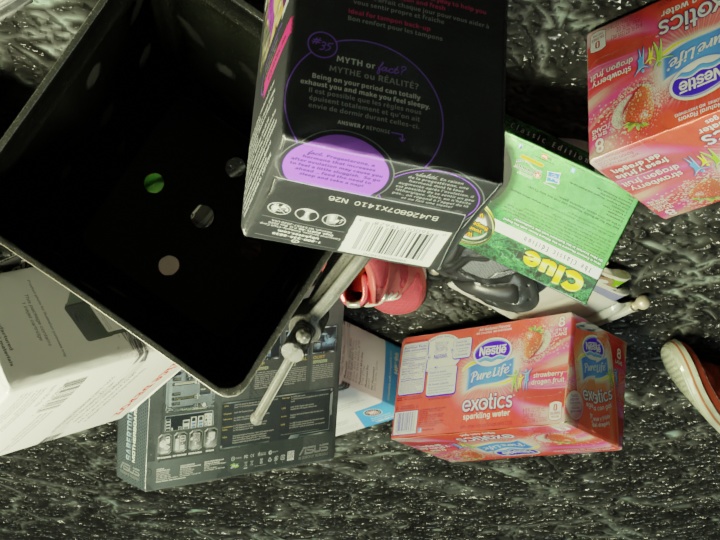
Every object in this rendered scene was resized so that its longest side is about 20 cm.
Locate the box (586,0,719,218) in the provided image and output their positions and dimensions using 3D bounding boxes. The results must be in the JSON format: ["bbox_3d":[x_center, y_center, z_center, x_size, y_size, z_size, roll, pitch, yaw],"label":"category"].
[{"bbox_3d":[0.242,-0.118,0.856,0.199,0.101,0.095,-20,144,38],"label":"box"}]

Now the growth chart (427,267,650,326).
[{"bbox_3d":[0.157,0.011,1.208,0.144,0.018,0.199,-21,143,39],"label":"growth chart"}]

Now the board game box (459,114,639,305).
[{"bbox_3d":[0.085,-0.060,0.967,0.198,0.024,0.105,26,128,5],"label":"board game box"}]

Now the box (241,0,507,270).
[{"bbox_3d":[0.009,-0.119,0.779,0.121,0.202,0.106,11,152,-12],"label":"box"}]

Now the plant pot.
[{"bbox_3d":[-0.105,-0.051,0.907,0.198,0.201,0.177,34,172,1],"label":"plant pot"}]

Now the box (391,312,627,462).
[{"bbox_3d":[0.134,0.110,1.284,0.198,0.104,0.094,-12,153,41],"label":"box"}]

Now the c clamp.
[{"bbox_3d":[-0.005,-0.020,0.893,0.027,0.201,0.171,32,134,-5],"label":"c clamp"}]

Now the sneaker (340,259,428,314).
[{"bbox_3d":[0.000,0.000,1.132,0.073,0.088,0.200,-5,150,20],"label":"sneaker"}]

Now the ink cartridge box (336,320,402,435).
[{"bbox_3d":[-0.060,0.087,1.331,0.115,0.069,0.199,-22,143,40],"label":"ink cartridge box"}]

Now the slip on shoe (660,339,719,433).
[{"bbox_3d":[0.345,0.115,1.340,0.061,0.074,0.200,-43,130,10],"label":"slip on shoe"}]

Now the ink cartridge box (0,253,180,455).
[{"bbox_3d":[-0.221,0.061,1.008,0.145,0.085,0.199,-38,165,36],"label":"ink cartridge box"}]

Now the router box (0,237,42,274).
[{"bbox_3d":[-0.290,-0.034,1.026,0.062,0.151,0.200,-24,167,-21],"label":"router box"}]

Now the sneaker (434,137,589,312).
[{"bbox_3d":[0.129,-0.030,1.060,0.198,0.076,0.114,-12,141,38],"label":"sneaker"}]

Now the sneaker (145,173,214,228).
[{"bbox_3d":[-0.172,-0.014,1.147,0.083,0.078,0.200,21,150,-21],"label":"sneaker"}]

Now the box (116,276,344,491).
[{"bbox_3d":[-0.105,0.089,1.178,0.198,0.160,0.051,-5,-167,-41],"label":"box"}]

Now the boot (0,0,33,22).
[{"bbox_3d":[-0.280,-0.202,0.818,0.197,0.071,0.132,-9,145,15],"label":"boot"}]
